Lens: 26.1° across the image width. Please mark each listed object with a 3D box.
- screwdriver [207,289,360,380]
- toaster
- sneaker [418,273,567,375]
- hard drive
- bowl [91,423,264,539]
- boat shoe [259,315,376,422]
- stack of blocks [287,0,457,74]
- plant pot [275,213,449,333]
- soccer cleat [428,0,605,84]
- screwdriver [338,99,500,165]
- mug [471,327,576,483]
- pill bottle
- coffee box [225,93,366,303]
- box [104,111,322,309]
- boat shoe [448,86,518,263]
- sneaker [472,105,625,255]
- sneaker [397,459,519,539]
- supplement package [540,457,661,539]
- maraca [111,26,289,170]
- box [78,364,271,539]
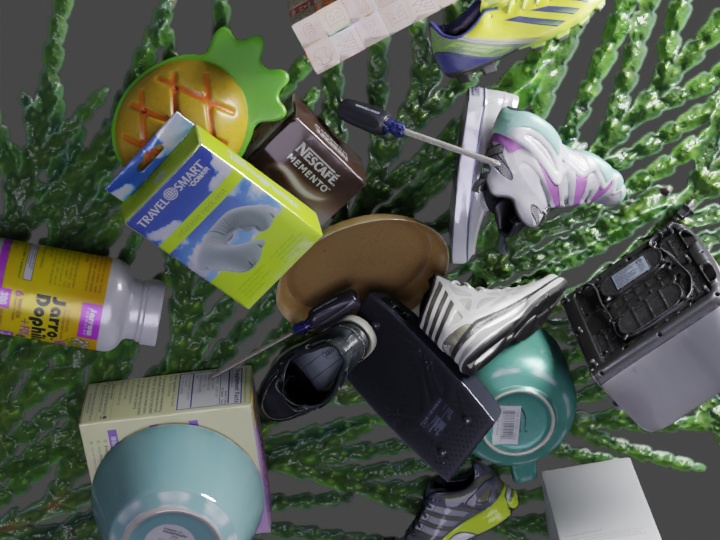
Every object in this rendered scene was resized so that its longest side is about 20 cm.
[{"bbox_3d":[-0.088,0.072,1.733,0.199,0.029,0.028,-25,154,14],"label":"screwdriver"},{"bbox_3d":[0.339,0.055,1.725,0.199,0.181,0.119,-36,117,12],"label":"toaster"},{"bbox_3d":[0.141,0.028,1.734,0.115,0.200,0.076,41,134,20],"label":"sneaker"},{"bbox_3d":[0.064,0.126,1.742,0.200,0.042,0.135,45,134,14],"label":"hard drive"},{"bbox_3d":[-0.206,0.285,1.731,0.199,0.105,0.202,-2,116,-3],"label":"bowl"},{"bbox_3d":[-0.062,0.124,1.759,0.199,0.066,0.075,-34,96,38],"label":"boat shoe"},{"bbox_3d":[0.026,-0.286,1.581,0.199,0.115,0.059,-26,114,8],"label":"stack of blocks"},{"bbox_3d":[0.000,0.000,1.719,0.198,0.028,0.201,-13,144,-9],"label":"plant pot"},{"bbox_3d":[0.165,-0.270,1.626,0.199,0.065,0.084,-26,107,8],"label":"soccer cleat"},{"bbox_3d":[0.058,-0.141,1.627,0.199,0.029,0.028,25,114,32],"label":"screwdriver"},{"bbox_3d":[0.184,0.158,1.796,0.152,0.115,0.185,-42,110,15],"label":"mug"},{"bbox_3d":[-0.318,0.031,1.712,0.198,0.104,0.105,10,114,-8],"label":"pill bottle"},{"bbox_3d":[-0.103,-0.078,1.688,0.200,0.080,0.113,-43,111,15],"label":"coffee box"},{"bbox_3d":[-0.150,-0.060,1.605,0.200,0.048,0.122,36,109,-31],"label":"box"},{"bbox_3d":[0.135,-0.099,1.697,0.065,0.074,0.202,6,115,-1],"label":"boat shoe"},{"bbox_3d":[0.192,-0.076,1.671,0.199,0.078,0.141,27,88,-34],"label":"sneaker"},{"bbox_3d":[0.092,0.299,1.888,0.199,0.074,0.081,-34,103,5],"label":"sneaker"},{"bbox_3d":[0.288,0.328,1.833,0.116,0.200,0.118,-10,115,2],"label":"supplement package"},{"bbox_3d":[-0.169,-0.166,1.631,0.199,0.107,0.138,-36,96,3],"label":"maraca"},{"bbox_3d":[-0.212,0.218,1.810,0.198,0.097,0.177,-7,115,1],"label":"box"}]
